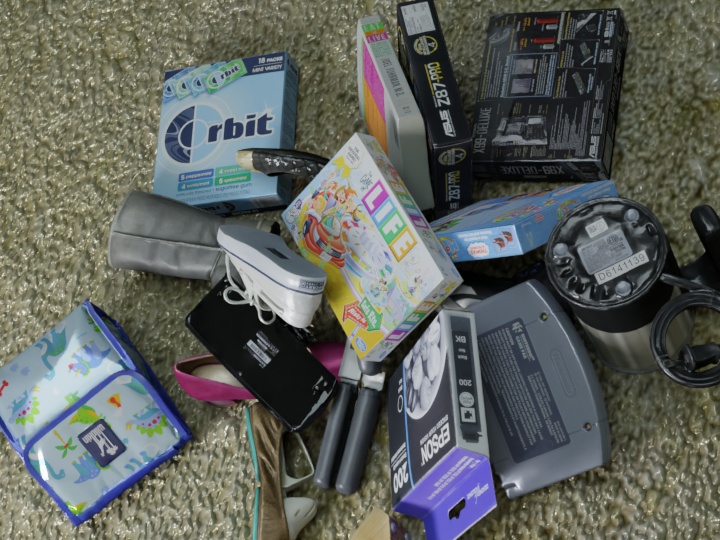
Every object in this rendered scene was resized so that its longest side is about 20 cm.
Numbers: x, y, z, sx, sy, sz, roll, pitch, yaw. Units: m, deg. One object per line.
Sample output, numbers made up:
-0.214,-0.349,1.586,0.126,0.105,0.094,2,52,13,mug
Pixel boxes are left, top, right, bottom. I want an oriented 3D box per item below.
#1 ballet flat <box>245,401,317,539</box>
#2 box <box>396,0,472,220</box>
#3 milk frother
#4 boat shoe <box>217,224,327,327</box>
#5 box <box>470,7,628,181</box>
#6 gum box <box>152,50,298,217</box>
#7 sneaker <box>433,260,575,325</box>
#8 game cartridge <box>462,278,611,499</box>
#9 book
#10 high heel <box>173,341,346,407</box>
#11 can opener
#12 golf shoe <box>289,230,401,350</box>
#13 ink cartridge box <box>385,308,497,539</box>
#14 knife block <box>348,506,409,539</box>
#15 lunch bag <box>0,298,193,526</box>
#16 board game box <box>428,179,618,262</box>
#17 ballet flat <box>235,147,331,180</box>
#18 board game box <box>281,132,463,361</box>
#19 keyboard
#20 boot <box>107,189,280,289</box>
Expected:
-0.084,0.233,1.571,0.072,0.068,0.200,-4,59,-1,ballet flat
0.083,-0.178,1.630,0.049,0.161,0.200,-12,62,-2,box
0.291,0.050,1.424,0.180,0.188,0.200,-11,63,18,milk frother
-0.102,0.014,1.560,0.202,0.075,0.086,32,113,52,boat shoe
0.213,-0.199,1.653,0.158,0.050,0.200,1,67,23,box
-0.166,-0.163,1.792,0.170,0.045,0.200,-6,64,19,gum box
0.144,0.020,1.572,0.200,0.073,0.112,37,80,23,sneaker
0.173,0.118,1.478,0.133,0.041,0.200,-26,80,30,game cartridge
0.036,-0.178,1.633,0.048,0.134,0.200,-13,44,-5,book
-0.104,0.105,1.611,0.200,0.096,0.067,-9,63,18,high heel
-0.010,0.137,1.555,0.053,0.067,0.200,11,81,21,can opener
0.000,0.000,1.634,0.078,0.094,0.200,-28,85,21,golf shoe
0.076,0.169,1.460,0.043,0.198,0.200,3,62,-17,ink cartridge box
-0.035,0.355,1.484,0.175,0.064,0.200,-12,63,16,knife block
-0.310,0.164,1.658,0.170,0.127,0.200,-38,71,-1,lunch bag
0.146,-0.047,1.515,0.200,0.151,0.037,-8,103,53,board game box
-0.052,-0.105,1.683,0.200,0.066,0.057,15,99,10,ballet flat
0.008,-0.025,1.516,0.134,0.034,0.200,-46,58,27,board game box
-0.096,0.085,1.596,0.104,0.040,0.200,-46,64,-2,keyboard
-0.206,0.000,1.699,0.200,0.073,0.182,10,69,12,boot
